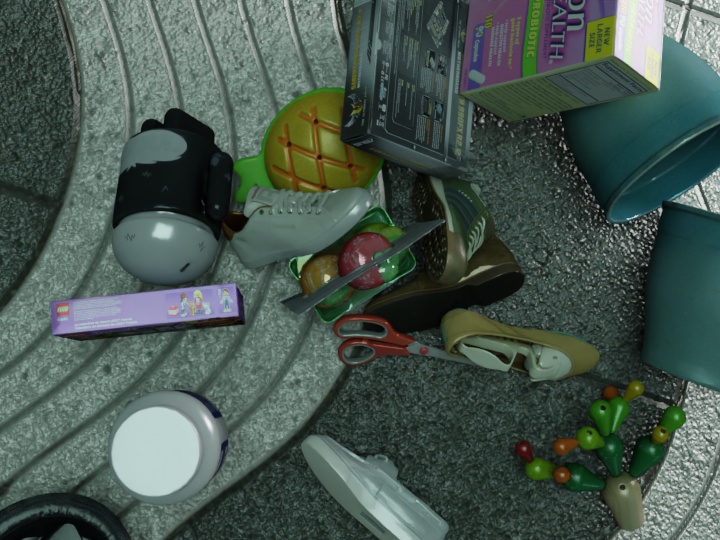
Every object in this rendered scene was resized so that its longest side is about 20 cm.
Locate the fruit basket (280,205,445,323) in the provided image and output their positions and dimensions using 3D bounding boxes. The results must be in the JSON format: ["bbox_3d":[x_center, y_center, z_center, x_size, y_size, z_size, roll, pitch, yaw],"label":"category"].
[{"bbox_3d":[0.000,0.000,1.072,0.185,0.200,0.094,-33,102,-8],"label":"fruit basket"}]

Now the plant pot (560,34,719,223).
[{"bbox_3d":[0.324,-0.189,1.124,0.199,0.200,0.189,-28,70,-7],"label":"plant pot"}]

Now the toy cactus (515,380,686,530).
[{"bbox_3d":[0.292,0.227,1.130,0.199,0.102,0.166,-22,104,-9],"label":"toy cactus"}]

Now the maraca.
[{"bbox_3d":[-0.060,-0.128,1.133,0.200,0.107,0.137,-38,97,13],"label":"maraca"}]

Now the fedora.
[{"bbox_3d":[-0.349,0.338,1.050,0.199,0.092,0.202,2,83,-18],"label":"fedora"}]

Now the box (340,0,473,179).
[{"bbox_3d":[0.059,-0.219,1.057,0.158,0.048,0.201,14,77,-41],"label":"box"}]

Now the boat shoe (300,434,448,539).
[{"bbox_3d":[0.020,0.253,1.110,0.200,0.072,0.069,40,60,8],"label":"boat shoe"}]

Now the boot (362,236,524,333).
[{"bbox_3d":[0.092,0.017,1.154,0.199,0.074,0.076,-19,55,-2],"label":"boot"}]

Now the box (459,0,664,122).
[{"bbox_3d":[0.220,-0.276,1.045,0.096,0.199,0.177,19,74,-43],"label":"box"}]

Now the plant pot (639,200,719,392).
[{"bbox_3d":[0.419,0.038,1.110,0.199,0.200,0.189,17,97,-2],"label":"plant pot"}]

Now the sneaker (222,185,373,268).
[{"bbox_3d":[-0.081,-0.063,1.079,0.199,0.073,0.085,-19,120,33],"label":"sneaker"}]

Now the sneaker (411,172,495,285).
[{"bbox_3d":[0.119,-0.052,1.108,0.089,0.201,0.067,12,125,-15],"label":"sneaker"}]

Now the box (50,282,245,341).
[{"bbox_3d":[-0.233,0.049,1.079,0.199,0.137,0.039,-6,83,-4],"label":"box"}]

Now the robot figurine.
[{"bbox_3d":[-0.216,-0.081,1.094,0.124,0.150,0.201,7,66,-12],"label":"robot figurine"}]

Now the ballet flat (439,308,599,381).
[{"bbox_3d":[0.188,0.101,1.132,0.199,0.069,0.063,14,40,-4],"label":"ballet flat"}]

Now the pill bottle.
[{"bbox_3d":[-0.207,0.189,1.031,0.119,0.200,0.120,1,82,-4],"label":"pill bottle"}]

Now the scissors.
[{"bbox_3d":[0.066,0.087,1.138,0.199,0.014,0.074,4,120,-4],"label":"scissors"}]
